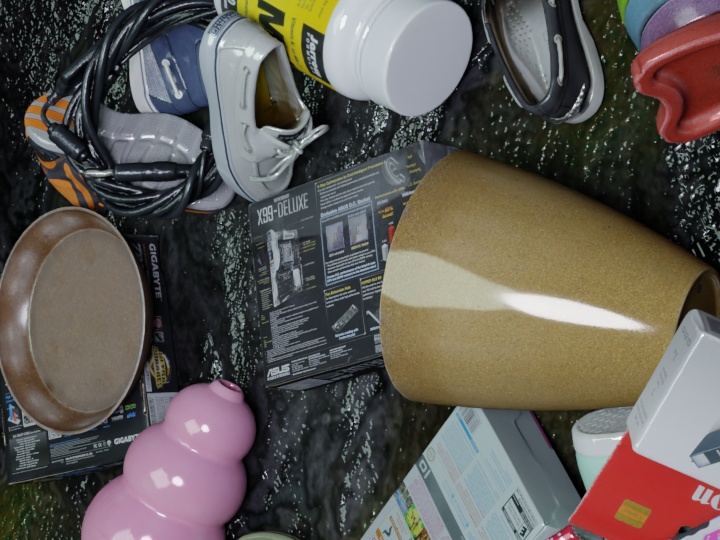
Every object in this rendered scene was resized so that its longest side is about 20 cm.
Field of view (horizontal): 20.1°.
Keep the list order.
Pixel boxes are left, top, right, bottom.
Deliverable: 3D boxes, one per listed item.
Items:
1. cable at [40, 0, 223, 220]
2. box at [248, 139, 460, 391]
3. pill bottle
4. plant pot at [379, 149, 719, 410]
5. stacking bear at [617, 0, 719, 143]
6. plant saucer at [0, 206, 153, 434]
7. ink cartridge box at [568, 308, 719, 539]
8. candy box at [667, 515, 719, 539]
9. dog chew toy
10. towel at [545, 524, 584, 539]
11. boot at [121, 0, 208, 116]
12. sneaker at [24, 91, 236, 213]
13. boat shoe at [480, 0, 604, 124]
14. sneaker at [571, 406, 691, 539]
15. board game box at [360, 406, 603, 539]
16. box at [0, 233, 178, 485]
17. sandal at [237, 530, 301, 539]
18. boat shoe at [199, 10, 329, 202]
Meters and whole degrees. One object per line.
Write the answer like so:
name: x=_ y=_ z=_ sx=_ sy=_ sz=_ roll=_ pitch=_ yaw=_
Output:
cable: x=-0.160 y=-0.140 z=1.699 sx=0.200 sy=0.051 sz=0.163 roll=-39 pitch=82 yaw=5
box: x=0.000 y=0.000 z=1.619 sx=0.200 sy=0.050 sz=0.158 roll=-19 pitch=71 yaw=40
pill bottle: x=-0.014 y=-0.202 z=1.601 sx=0.200 sy=0.114 sz=0.114 roll=32 pitch=110 yaw=38
plant pot: x=0.146 y=0.022 z=1.429 sx=0.200 sy=0.186 sz=0.187 roll=12 pitch=97 yaw=29
stacking bear: x=0.218 y=-0.210 z=1.403 sx=0.114 sy=0.121 sz=0.200 roll=-24 pitch=60 yaw=11
plant saucer: x=-0.248 y=0.044 z=1.795 sx=0.200 sy=0.034 sz=0.201 roll=-3 pitch=85 yaw=40
ink cartridge box: x=0.261 y=0.141 z=1.309 sx=0.045 sy=0.200 sz=0.176 roll=-88 pitch=23 yaw=-67
candy box: x=0.289 y=0.210 z=1.278 sx=0.200 sy=0.168 sz=0.072 roll=-34 pitch=38 yaw=36
dog chew toy: x=-0.153 y=0.184 z=1.716 sx=0.124 sy=0.124 sz=0.200 roll=35 pitch=104 yaw=37
towel: x=0.118 y=0.283 z=1.449 sx=0.200 sy=0.022 sz=0.145 roll=-39 pitch=104 yaw=19
boot: x=-0.157 y=-0.235 z=1.768 sx=0.090 sy=0.073 sz=0.200 roll=-9 pitch=91 yaw=34
sneaker: x=-0.197 y=-0.089 z=1.793 sx=0.200 sy=0.112 sz=0.078 roll=24 pitch=66 yaw=11
boat shoe: x=0.119 y=-0.202 z=1.518 sx=0.074 sy=0.060 sz=0.200 roll=-28 pitch=70 yaw=39
sneaker: x=0.252 y=0.151 z=1.397 sx=0.200 sy=0.074 sz=0.118 roll=-4 pitch=111 yaw=27
board game box: x=0.077 y=0.214 z=1.518 sx=0.200 sy=0.064 sz=0.148 roll=-55 pitch=37 yaw=25
box: x=-0.253 y=0.083 z=1.849 sx=0.200 sy=0.050 sz=0.199 roll=-16 pitch=76 yaw=39
sandal: x=-0.049 y=0.284 z=1.655 sx=0.201 sy=0.057 sz=0.080 roll=44 pitch=116 yaw=37
boat shoe: x=-0.067 y=-0.117 z=1.627 sx=0.086 sy=0.075 sz=0.202 roll=29 pitch=148 yaw=28
